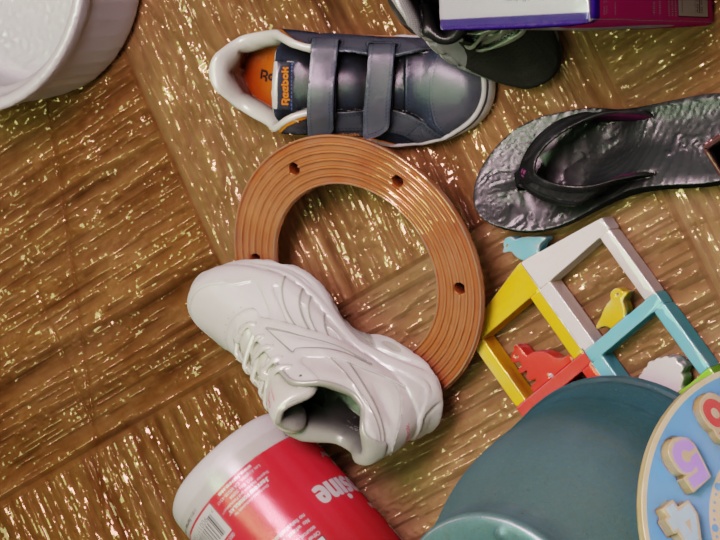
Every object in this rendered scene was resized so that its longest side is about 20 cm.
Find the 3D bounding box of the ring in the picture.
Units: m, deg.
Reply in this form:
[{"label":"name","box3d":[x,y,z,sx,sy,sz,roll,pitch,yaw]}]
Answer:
[{"label":"ring","box3d":[0.000,0.000,1.663,0.200,0.019,0.201,14,118,29]}]

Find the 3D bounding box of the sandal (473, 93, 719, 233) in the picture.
[{"label":"sandal","box3d":[0.158,-0.077,1.568,0.200,0.048,0.076,-14,74,26]}]

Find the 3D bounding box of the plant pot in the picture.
[{"label":"plant pot","box3d":[0.128,0.186,1.513,0.199,0.188,0.201,9,108,31]}]

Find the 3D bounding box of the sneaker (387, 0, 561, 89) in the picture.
[{"label":"sneaker","box3d":[0.062,-0.159,1.532,0.075,0.200,0.116,-41,32,17]}]

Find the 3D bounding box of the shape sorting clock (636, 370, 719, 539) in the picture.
[{"label":"shape sorting clock","box3d":[0.256,0.154,1.469,0.039,0.199,0.201,-26,81,59]}]

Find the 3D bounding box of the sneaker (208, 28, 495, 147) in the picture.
[{"label":"sneaker","box3d":[-0.011,-0.124,1.652,0.199,0.079,0.079,4,96,27]}]

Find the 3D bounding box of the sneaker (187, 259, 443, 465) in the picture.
[{"label":"sneaker","box3d":[-0.045,0.062,1.645,0.200,0.099,0.078,29,128,20]}]

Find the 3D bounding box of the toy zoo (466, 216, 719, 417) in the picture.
[{"label":"toy zoo","box3d":[0.156,0.058,1.606,0.131,0.020,0.200,-42,74,26]}]

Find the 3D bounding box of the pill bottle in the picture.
[{"label":"pill bottle","box3d":[-0.029,0.204,1.671,0.200,0.112,0.112,48,114,17]}]

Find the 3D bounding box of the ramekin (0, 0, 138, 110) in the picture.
[{"label":"ramekin","box3d":[-0.256,-0.215,1.769,0.200,0.098,0.201,3,95,30]}]

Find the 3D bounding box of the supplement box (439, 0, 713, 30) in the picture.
[{"label":"supplement box","box3d":[0.136,-0.198,1.492,0.101,0.200,0.104,0,94,28]}]

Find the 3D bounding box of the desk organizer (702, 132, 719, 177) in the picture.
[{"label":"desk organizer","box3d":[0.284,-0.008,1.476,0.072,0.077,0.201,-31,85,16]}]
